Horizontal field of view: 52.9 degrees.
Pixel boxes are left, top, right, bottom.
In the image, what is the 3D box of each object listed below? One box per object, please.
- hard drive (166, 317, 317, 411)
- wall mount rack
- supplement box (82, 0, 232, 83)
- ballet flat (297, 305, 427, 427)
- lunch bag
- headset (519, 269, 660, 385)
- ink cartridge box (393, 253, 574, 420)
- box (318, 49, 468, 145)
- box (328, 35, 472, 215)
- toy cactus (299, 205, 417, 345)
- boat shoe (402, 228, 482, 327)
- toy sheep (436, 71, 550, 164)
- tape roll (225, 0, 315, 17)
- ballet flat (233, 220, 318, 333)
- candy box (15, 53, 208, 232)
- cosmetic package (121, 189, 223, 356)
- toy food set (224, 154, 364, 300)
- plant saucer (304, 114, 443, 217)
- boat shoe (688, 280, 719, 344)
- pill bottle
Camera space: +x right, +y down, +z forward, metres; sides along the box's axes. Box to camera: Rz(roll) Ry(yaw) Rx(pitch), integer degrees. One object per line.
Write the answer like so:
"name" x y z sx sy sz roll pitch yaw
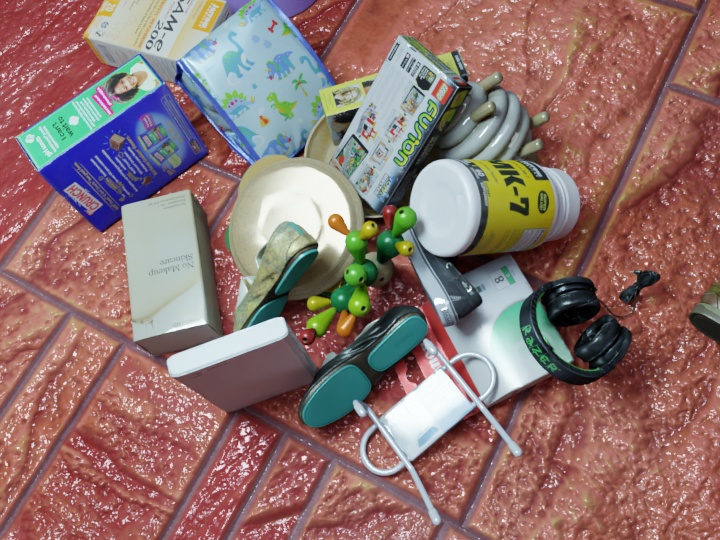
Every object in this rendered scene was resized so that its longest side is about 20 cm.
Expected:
"hard drive" -0.128 0.116 0.847 0.131 0.200 0.026 -20 68 -1
"wall mount rack" 0.088 0.185 0.842 0.200 0.075 0.174 -41 65 3
"supplement box" -0.312 -0.374 1.137 0.199 0.074 0.127 17 72 13
"ballet flat" -0.001 0.116 0.904 0.200 0.068 0.068 -38 28 -7
"lunch bag" -0.140 -0.260 1.046 0.170 0.127 0.200 -44 99 -11
"headset" 0.276 0.054 0.854 0.199 0.094 0.124 -21 70 -39
"ink cartridge box" 0.138 0.091 0.908 0.199 0.050 0.161 -25 67 -5
"box" 0.048 -0.237 0.999 0.199 0.075 0.050 -17 65 1
"box" 0.045 -0.182 0.927 0.110 0.035 0.200 47 125 20
"toy cactus" 0.000 0.000 0.892 0.102 0.165 0.201 31 101 11
"boat shoe" 0.098 -0.014 0.915 0.066 0.070 0.200 -25 39 3
"toy sheep" 0.160 -0.188 0.958 0.200 0.138 0.138 35 71 -24
"tape roll" -0.151 -0.504 1.175 0.199 0.066 0.201 -3 68 7
"ballet flat" -0.118 0.017 0.912 0.070 0.200 0.071 22 36 -18
"candy box" -0.337 -0.172 1.007 0.200 0.169 0.077 -39 65 -9
"cosmetic package" -0.255 0.002 0.979 0.103 0.073 0.201 -15 66 1
"toy food set" -0.090 -0.054 0.974 0.199 0.049 0.199 12 85 16
"plant saucer" 0.020 -0.158 1.028 0.199 0.035 0.201 -2 68 5
"boat shoe" 0.495 0.083 0.851 0.200 0.072 0.068 39 78 19
"pill bottle" 0.170 -0.079 0.893 0.199 0.114 0.115 -6 61 -35
